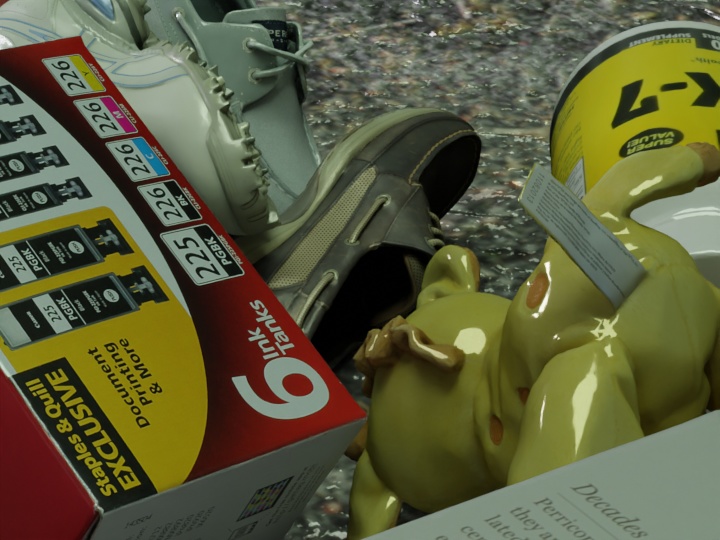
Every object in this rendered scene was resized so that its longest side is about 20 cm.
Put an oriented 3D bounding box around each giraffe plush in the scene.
[{"bbox_3d":[0.068,0.058,0.912,0.172,0.201,0.162,-41,15,-35],"label":"giraffe plush"}]

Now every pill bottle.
[{"bbox_3d":[0.138,-0.015,1.056,0.113,0.115,0.200,0,30,1],"label":"pill bottle"}]

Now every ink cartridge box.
[{"bbox_3d":[-0.129,0.024,0.913,0.175,0.084,0.200,-18,61,-44],"label":"ink cartridge box"}]

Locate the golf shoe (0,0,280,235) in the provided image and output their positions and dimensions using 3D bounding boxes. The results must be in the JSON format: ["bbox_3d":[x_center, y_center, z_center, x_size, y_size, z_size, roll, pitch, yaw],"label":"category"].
[{"bbox_3d":[-0.106,-0.059,1.068,0.097,0.079,0.200,-33,41,-11],"label":"golf shoe"}]

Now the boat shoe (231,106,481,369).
[{"bbox_3d":[0.000,0.000,1.088,0.073,0.075,0.200,27,47,24],"label":"boat shoe"}]

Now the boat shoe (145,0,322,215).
[{"bbox_3d":[-0.063,-0.097,1.157,0.201,0.071,0.070,56,30,15],"label":"boat shoe"}]

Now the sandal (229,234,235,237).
[{"bbox_3d":[-0.107,0.005,1.066,0.086,0.080,0.200,10,32,11],"label":"sandal"}]

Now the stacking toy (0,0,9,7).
[{"bbox_3d":[-0.205,-0.135,1.230,0.199,0.147,0.146,-21,35,-37],"label":"stacking toy"}]

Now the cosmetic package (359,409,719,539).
[{"bbox_3d":[0.067,0.169,0.676,0.199,0.168,0.166,-17,33,-28],"label":"cosmetic package"}]
